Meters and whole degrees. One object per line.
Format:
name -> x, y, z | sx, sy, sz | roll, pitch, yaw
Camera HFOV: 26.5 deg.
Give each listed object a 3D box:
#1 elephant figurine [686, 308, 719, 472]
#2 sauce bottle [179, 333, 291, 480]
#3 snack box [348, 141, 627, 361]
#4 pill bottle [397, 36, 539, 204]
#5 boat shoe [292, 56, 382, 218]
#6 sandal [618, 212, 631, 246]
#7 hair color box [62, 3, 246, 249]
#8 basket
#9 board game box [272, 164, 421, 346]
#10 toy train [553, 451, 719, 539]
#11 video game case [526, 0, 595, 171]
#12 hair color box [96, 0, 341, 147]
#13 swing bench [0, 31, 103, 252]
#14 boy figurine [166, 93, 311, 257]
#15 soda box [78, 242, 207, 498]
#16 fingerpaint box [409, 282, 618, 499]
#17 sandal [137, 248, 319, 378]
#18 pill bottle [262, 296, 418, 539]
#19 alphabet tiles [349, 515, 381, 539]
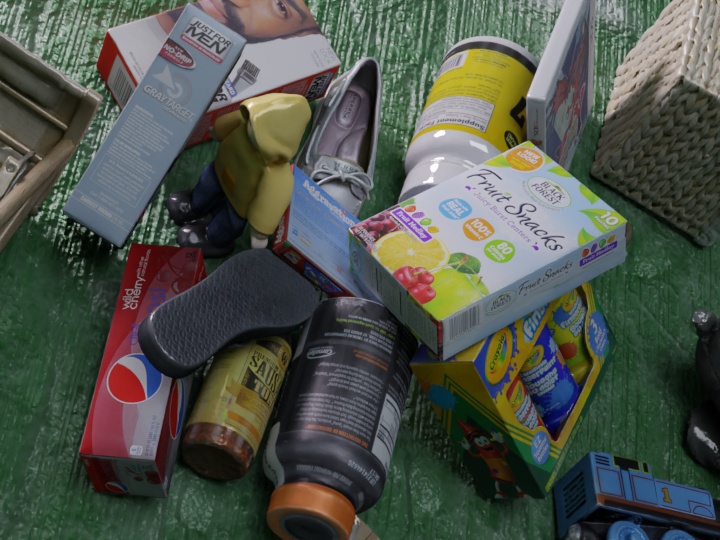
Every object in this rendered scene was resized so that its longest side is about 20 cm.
elephant figurine -> 0.392, 0.153, 1.487 | 0.153, 0.142, 0.203 | 1, 75, 5
sauce bottle -> -0.094, 0.080, 1.300 | 0.065, 0.066, 0.201 | 26, 54, -12
snack box -> 0.108, -0.021, 1.311 | 0.199, 0.053, 0.142 | -26, 48, -21
pill bottle -> 0.108, -0.122, 1.494 | 0.113, 0.114, 0.201 | 29, 53, -10
boat shoe -> -0.017, -0.113, 1.452 | 0.074, 0.065, 0.204 | 24, 54, -13
sandal -> 0.224, -0.047, 1.507 | 0.080, 0.054, 0.199 | 46, 28, 17
hair color box -> -0.174, -0.118, 1.294 | 0.060, 0.099, 0.201 | 31, 86, -7
basket -> 0.368, -0.176, 1.611 | 0.160, 0.200, 0.200 | 27, 53, -9
board game box -> 0.000, 0.000, 1.367 | 0.200, 0.019, 0.104 | 40, 34, -29
toy train -> 0.270, 0.239, 1.391 | 0.198, 0.087, 0.115 | 15, 51, -20
video game case -> 0.203, -0.170, 1.541 | 0.023, 0.183, 0.201 | 12, 51, 17
hair color box -> -0.131, -0.192, 1.428 | 0.199, 0.064, 0.112 | -24, 75, -31
swing bench -> -0.350, -0.107, 1.237 | 0.198, 0.130, 0.201 | 34, 47, -5
boy figurine -> -0.098, -0.081, 1.307 | 0.064, 0.200, 0.126 | -7, 69, -31
soda box -> -0.172, 0.078, 1.246 | 0.063, 0.070, 0.202 | 4, 56, 6
fingerpaint box -> 0.144, 0.074, 1.375 | 0.201, 0.073, 0.168 | -56, 128, -39
sandal -> -0.111, 0.034, 1.244 | 0.199, 0.043, 0.077 | -21, 75, -50
pill bottle -> -0.021, 0.131, 1.283 | 0.105, 0.106, 0.202 | 26, 53, -12
alphabet tiles -> 0.010, 0.316, 1.255 | 0.200, 0.008, 0.167 | 44, 52, 2
